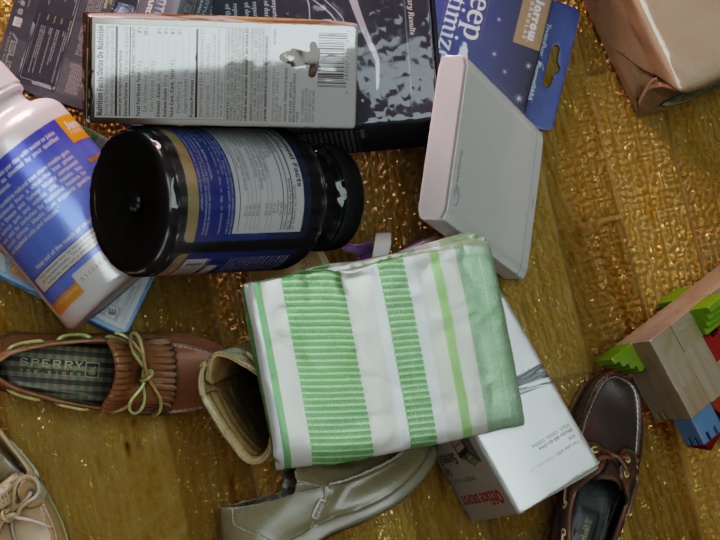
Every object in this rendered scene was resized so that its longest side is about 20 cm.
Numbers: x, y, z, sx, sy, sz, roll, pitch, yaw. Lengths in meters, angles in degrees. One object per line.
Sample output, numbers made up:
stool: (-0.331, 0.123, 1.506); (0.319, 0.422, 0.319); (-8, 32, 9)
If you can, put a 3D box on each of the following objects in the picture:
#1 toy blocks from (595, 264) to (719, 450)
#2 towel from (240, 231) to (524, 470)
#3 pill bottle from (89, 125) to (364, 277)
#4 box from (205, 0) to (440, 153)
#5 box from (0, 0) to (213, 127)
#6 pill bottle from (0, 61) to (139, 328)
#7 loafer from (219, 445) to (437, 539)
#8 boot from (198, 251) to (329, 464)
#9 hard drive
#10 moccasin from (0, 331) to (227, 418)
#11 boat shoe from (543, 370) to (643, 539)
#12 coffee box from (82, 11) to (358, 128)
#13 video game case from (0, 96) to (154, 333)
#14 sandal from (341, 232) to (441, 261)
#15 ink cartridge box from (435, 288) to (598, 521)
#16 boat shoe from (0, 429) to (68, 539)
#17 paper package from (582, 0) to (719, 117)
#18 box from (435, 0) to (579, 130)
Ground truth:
toy blocks: (0.313, 0.082, 1.600); (0.199, 0.100, 0.138); (-34, 99, -28)
towel: (0.017, 0.062, 1.419); (0.198, 0.023, 0.154); (-11, 91, -14)
pill bottle: (-0.097, -0.054, 1.432); (0.199, 0.111, 0.113); (-3, 80, -42)
box: (-0.034, -0.175, 1.538); (0.198, 0.104, 0.150); (-3, 81, 1)
box: (-0.196, -0.224, 1.501); (0.156, 0.051, 0.202); (18, 93, 26)
pill bottle: (-0.250, -0.063, 1.473); (0.112, 0.112, 0.200); (-40, 91, -15)
loafer: (-0.028, 0.180, 1.516); (0.199, 0.076, 0.068); (-30, 94, -15)
boot: (-0.076, 0.050, 1.488); (0.072, 0.155, 0.202); (-15, 87, 26)
hard drive: (0.102, -0.080, 1.535); (0.026, 0.200, 0.133); (3, 78, 25)
moccasin: (-0.194, 0.079, 1.491); (0.199, 0.078, 0.074); (10, 95, -10)
boat shoe: (0.201, 0.180, 1.569); (0.070, 0.070, 0.202); (15, 77, -8)
coffee box: (-0.108, -0.151, 1.403); (0.198, 0.114, 0.081); (1, 98, -10)
video game case: (-0.252, -0.052, 1.538); (0.199, 0.018, 0.144); (27, 77, -7)
sandal: (0.005, -0.004, 1.508); (0.050, 0.082, 0.202); (55, 31, 7)
ink cartridge box: (0.093, 0.097, 1.519); (0.084, 0.146, 0.201); (-29, 87, -15)
boat shoe: (-0.299, 0.159, 1.469); (0.073, 0.063, 0.201); (-38, 90, -16)
paper package: (0.305, -0.262, 1.647); (0.199, 0.103, 0.192); (-25, 86, -15)
box: (0.092, -0.208, 1.630); (0.198, 0.032, 0.122); (17, 78, -10)
